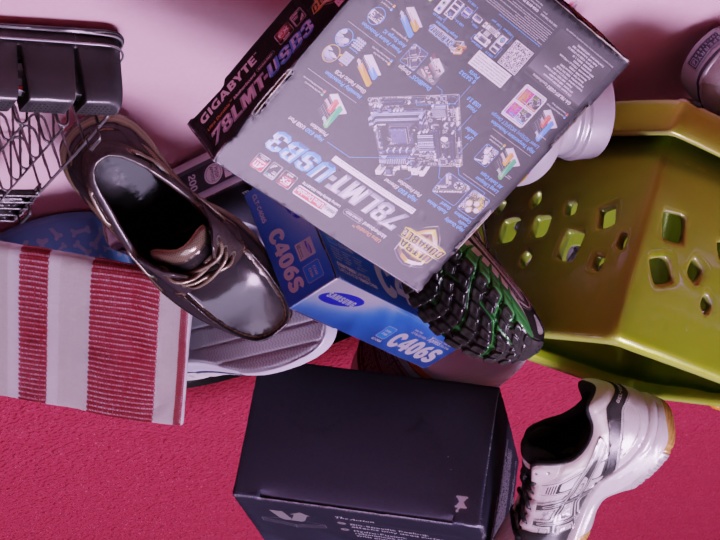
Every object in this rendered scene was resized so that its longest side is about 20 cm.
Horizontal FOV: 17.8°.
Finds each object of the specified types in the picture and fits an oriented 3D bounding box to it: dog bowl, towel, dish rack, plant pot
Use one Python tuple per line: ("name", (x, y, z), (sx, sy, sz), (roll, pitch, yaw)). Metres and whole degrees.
("dog bowl", (-0.206, 0.018, 1.692), (0.111, 0.050, 0.200), (-17, 158, 7))
("towel", (-0.216, 0.038, 1.607), (0.199, 0.023, 0.145), (11, 133, 3))
("dish rack", (-0.245, -0.083, 1.420), (0.153, 0.055, 0.200), (1, 155, -31))
("plant pot", (0.206, -0.015, 1.617), (0.198, 0.183, 0.200), (21, 171, -33))

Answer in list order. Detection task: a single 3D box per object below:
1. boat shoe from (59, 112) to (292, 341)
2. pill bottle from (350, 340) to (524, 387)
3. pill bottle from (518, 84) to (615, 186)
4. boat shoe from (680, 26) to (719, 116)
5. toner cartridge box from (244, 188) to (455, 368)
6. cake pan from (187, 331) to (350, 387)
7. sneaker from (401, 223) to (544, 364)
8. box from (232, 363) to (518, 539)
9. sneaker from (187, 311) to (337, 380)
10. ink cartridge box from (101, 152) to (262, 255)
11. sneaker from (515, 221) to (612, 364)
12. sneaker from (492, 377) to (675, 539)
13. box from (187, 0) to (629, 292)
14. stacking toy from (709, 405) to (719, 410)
("boat shoe", (-0.120, -0.017, 1.498), (0.074, 0.073, 0.200), (-44, 114, 8))
("pill bottle", (0.061, 0.064, 1.875), (0.113, 0.115, 0.200), (-7, 165, -18))
("pill bottle", (0.063, -0.104, 1.493), (0.199, 0.105, 0.104), (-5, 156, -24))
("boat shoe", (0.293, -0.109, 1.650), (0.071, 0.070, 0.200), (-47, 151, 1))
("toner cartridge box", (0.000, 0.000, 1.608), (0.043, 0.095, 0.200), (-33, 153, 18))
("cake pan", (-0.067, 0.047, 1.804), (0.199, 0.037, 0.200), (-19, 173, -2))
("sneaker", (0.064, -0.026, 1.544), (0.085, 0.201, 0.078), (-24, 161, -34))
("box", (0.018, 0.164, 1.826), (0.195, 0.118, 0.200), (7, 160, 11))
("sneaker", (-0.095, 0.041, 1.649), (0.199, 0.074, 0.071), (-5, 180, 31))
("ink cartridge box", (-0.051, -0.048, 1.643), (0.199, 0.044, 0.198), (-26, 156, 22))
("sneaker", (0.137, 0.006, 1.758), (0.091, 0.200, 0.078), (-20, -159, 50))
("sneaker", (0.142, 0.152, 1.702), (0.087, 0.076, 0.200), (25, 118, -26))
("box", (0.031, -0.107, 1.372), (0.199, 0.050, 0.200), (-47, 132, 12))
("stacking toy", (0.255, 0.015, 1.775), (0.115, 0.201, 0.110), (-15, 159, 4))
